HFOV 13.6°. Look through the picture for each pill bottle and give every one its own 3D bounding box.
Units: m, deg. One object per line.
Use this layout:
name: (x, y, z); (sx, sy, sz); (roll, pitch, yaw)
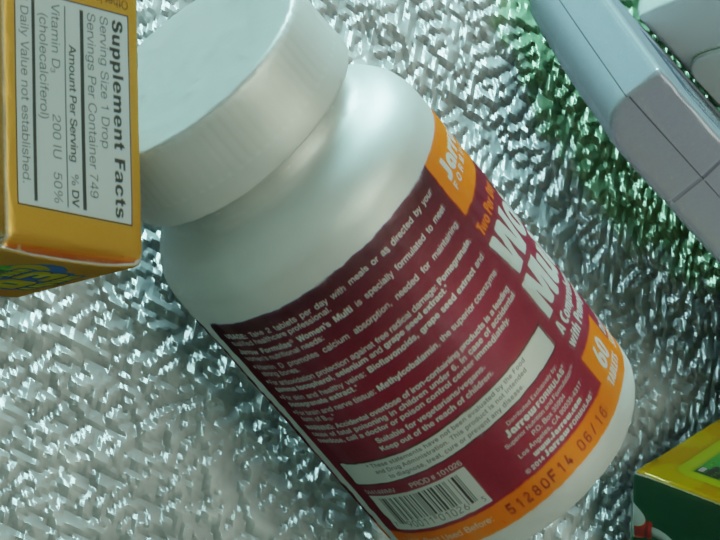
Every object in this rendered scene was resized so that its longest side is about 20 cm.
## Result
pill bottle: (0.000, 0.000, 1.043); (0.200, 0.109, 0.110); (50, 49, -26)

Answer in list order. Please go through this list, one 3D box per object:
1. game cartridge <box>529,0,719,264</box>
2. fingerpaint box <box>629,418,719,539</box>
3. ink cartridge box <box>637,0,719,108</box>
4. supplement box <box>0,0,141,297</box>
game cartridge: (0.150, -0.028, 1.207); (0.200, 0.041, 0.133); (44, 15, -30)
fingerpaint box: (0.230, 0.103, 1.211); (0.200, 0.166, 0.074); (-26, 126, -47)
ink cartridge box: (0.226, -0.155, 1.275); (0.145, 0.145, 0.201); (43, 46, -31)
supplement box: (-0.116, -0.095, 0.977); (0.069, 0.066, 0.201); (14, 71, -47)
